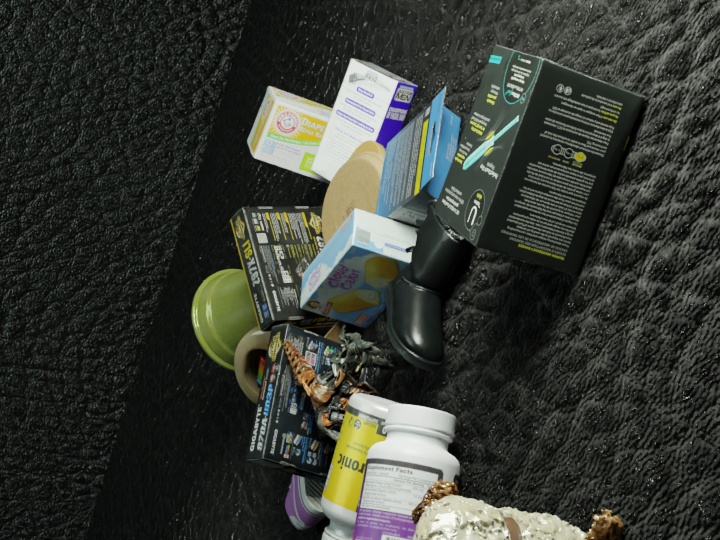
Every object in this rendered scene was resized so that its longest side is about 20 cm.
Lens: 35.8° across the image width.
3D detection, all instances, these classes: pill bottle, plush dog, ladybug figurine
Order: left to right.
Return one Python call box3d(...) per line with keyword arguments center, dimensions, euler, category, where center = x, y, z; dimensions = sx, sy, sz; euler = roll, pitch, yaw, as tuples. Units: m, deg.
box3d(center=(-0.149, 0.161, 1.934), dimensions=(0.072, 0.135, 0.201), euler=(-60, -9, -47), category="ladybug figurine")
box3d(center=(0.014, 0.264, 1.398), dimensions=(0.111, 0.111, 0.202), euler=(-167, 92, -71), category="pill bottle")
box3d(center=(0.054, 0.261, 1.282), dimensions=(0.111, 0.111, 0.201), euler=(154, 131, -65), category="pill bottle")
box3d(center=(0.125, 0.261, 0.982), dimensions=(0.201, 0.171, 0.161), euler=(-102, 34, -56), category="plush dog")

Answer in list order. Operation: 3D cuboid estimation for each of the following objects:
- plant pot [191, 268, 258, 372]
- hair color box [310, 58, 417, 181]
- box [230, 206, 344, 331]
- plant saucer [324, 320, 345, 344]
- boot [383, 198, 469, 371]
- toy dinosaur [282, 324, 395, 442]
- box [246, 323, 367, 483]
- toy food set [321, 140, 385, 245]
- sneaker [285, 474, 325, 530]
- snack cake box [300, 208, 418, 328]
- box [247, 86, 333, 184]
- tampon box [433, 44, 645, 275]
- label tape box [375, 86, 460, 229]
box3d(center=(-0.177, 0.068, 2.025), dimensions=(0.184, 0.199, 0.202), euler=(-27, 48, 50), category="plant pot")
box3d(center=(0.005, -0.235, 1.843), dimensions=(0.109, 0.065, 0.201), euler=(32, 110, 33), category="hair color box")
box3d(center=(-0.110, -0.006, 1.797), dimensions=(0.049, 0.159, 0.201), euler=(-37, 64, 46), category="box")
box3d(center=(-0.080, 0.165, 1.763), dimensions=(0.201, 0.035, 0.200), euler=(-51, -3, -4), category="plant saucer")
box3d(center=(0.096, 0.012, 1.442), dimensions=(0.163, 0.073, 0.199), euler=(-61, 22, 25), category="boot")
box3d(center=(-0.027, 0.155, 1.534), dimensions=(0.136, 0.200, 0.102), euler=(-52, -2, -6), category="toy dinosaur")
box3d(center=(-0.073, 0.196, 1.623), dimensions=(0.046, 0.158, 0.201), euler=(-14, 60, 49), category="box")
box3d(center=(0.002, -0.090, 1.752), dimensions=(0.199, 0.048, 0.200), euler=(-62, 41, 25), category="toy food set")
box3d(center=(-0.085, 0.299, 1.719), dimensions=(0.114, 0.072, 0.202), euler=(124, 155, -49), category="sneaker")
box3d(center=(0.000, 0.000, 1.650), dimensions=(0.200, 0.114, 0.068), euler=(130, 150, -51), category="snack cake box")
box3d(center=(-0.084, -0.229, 1.948), dimensions=(0.101, 0.199, 0.113), euler=(-117, 47, -64), category="box")
box3d(center=(0.186, -0.120, 1.196), dimensions=(0.150, 0.125, 0.201), euler=(-128, 56, -68), category="tampon box")
box3d(center=(0.094, -0.149, 1.584), dimensions=(0.200, 0.063, 0.145), euler=(144, 139, -61), category="label tape box")
